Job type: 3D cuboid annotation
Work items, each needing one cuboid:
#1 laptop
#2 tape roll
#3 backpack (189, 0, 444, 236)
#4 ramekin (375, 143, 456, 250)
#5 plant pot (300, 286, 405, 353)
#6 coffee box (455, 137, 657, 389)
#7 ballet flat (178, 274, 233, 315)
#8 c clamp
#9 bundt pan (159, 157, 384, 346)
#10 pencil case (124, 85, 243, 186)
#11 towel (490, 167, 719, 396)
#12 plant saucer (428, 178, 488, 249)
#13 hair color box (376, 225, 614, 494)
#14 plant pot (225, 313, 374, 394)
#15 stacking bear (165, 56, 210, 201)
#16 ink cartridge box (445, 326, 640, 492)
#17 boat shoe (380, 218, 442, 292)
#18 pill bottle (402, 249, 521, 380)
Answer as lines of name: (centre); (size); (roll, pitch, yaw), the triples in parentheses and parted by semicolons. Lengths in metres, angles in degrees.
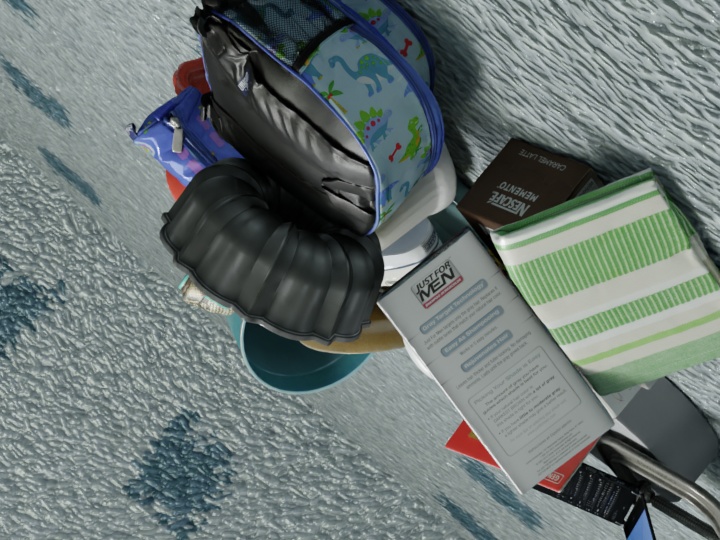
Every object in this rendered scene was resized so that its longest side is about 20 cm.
laptop: (0.231, 0.270, 1.846); (0.198, 0.104, 0.177); (22, 163, 9)
tape roll: (0.263, 0.144, 1.856); (0.200, 0.066, 0.200); (40, 169, 10)
backpack: (-0.020, -0.145, 1.491); (0.200, 0.147, 0.184); (42, 160, 18)
ramekin: (-0.015, -0.108, 1.675); (0.200, 0.098, 0.201); (43, 160, 19)
plant pot: (0.031, 0.034, 1.839); (0.200, 0.198, 0.028); (20, 125, 61)
coffee box: (0.183, -0.005, 1.528); (0.200, 0.080, 0.114); (49, 167, -33)
ballet flat: (-0.127, -0.005, 1.776); (0.075, 0.068, 0.200); (34, -161, -10)
c clamp: (0.315, 0.236, 1.793); (0.199, 0.027, 0.171); (32, 165, 37)
bundt pan: (-0.065, -0.028, 1.548); (0.200, 0.076, 0.202); (24, -156, -11)
pencil case: (-0.126, -0.080, 1.706); (0.200, 0.078, 0.087); (49, 178, -4)
towel: (0.208, 0.013, 1.436); (0.151, 0.024, 0.200); (-21, 130, 25)
plant saucer: (0.082, -0.058, 1.802); (0.200, 0.027, 0.200); (39, 168, 10)
hair color box: (0.111, 0.073, 1.524); (0.201, 0.099, 0.061); (53, -175, -3)
plant pot: (-0.087, 0.018, 2.271); (0.200, 0.200, 0.188); (50, 180, -39)
stacking bear: (-0.141, -0.130, 1.846); (0.113, 0.122, 0.201); (34, 140, 4)
ink cartridge box: (0.171, 0.104, 1.706); (0.045, 0.177, 0.199); (48, 163, -26)
boat shoe: (0.002, -0.004, 1.789); (0.200, 0.075, 0.086); (-6, 135, 33)
pill bottle: (0.104, 0.039, 1.656); (0.112, 0.112, 0.200); (40, -170, 5)
